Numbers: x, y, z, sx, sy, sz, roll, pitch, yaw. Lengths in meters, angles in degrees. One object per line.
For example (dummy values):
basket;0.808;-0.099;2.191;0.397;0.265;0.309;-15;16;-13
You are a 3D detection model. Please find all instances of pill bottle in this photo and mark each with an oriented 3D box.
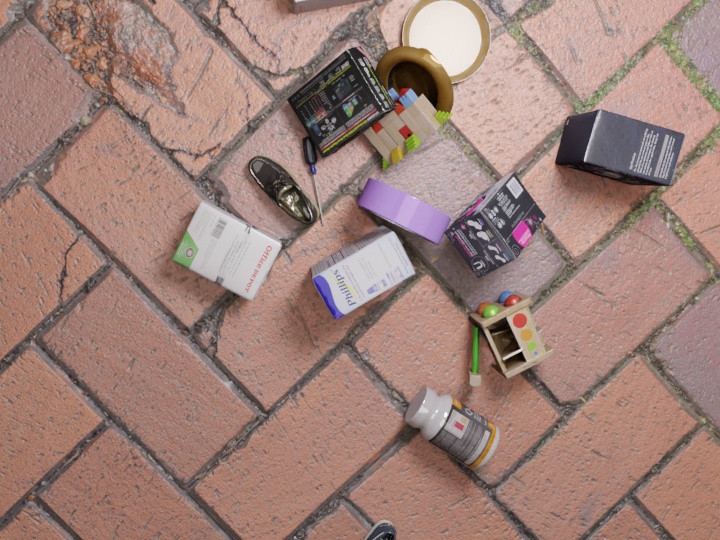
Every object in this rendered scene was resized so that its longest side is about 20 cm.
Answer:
pill bottle;0.207;0.355;1.787;0.199;0.116;0.117;33;92;-7

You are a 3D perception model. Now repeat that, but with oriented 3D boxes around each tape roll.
tape roll;0.093;-0.127;1.690;0.199;0.200;0.066;25;92;-6

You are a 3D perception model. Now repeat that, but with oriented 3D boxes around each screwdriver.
screwdriver;-0.097;-0.199;1.758;0.029;0.028;0.202;-10;99;26

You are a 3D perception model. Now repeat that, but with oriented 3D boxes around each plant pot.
plant pot;0.189;-0.515;1.748;0.198;0.027;0.202;0;95;-5

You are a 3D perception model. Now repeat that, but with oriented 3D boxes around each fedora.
fedora;0.126;-0.410;1.701;0.200;0.201;0.082;35;56;-6

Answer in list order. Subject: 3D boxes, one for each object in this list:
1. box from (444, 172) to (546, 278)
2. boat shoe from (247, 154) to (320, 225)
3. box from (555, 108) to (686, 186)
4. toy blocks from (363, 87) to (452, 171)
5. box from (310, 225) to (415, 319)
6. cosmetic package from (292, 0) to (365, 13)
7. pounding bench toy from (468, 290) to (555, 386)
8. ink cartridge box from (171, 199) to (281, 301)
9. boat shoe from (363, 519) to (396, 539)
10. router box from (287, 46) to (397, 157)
box;0.291;-0.100;1.702;0.114;0.200;0.133;-32;99;43
boat shoe;-0.167;-0.179;1.733;0.200;0.065;0.073;41;94;-5
box;0.558;-0.263;1.714;0.198;0.197;0.119;15;95;-5
toy blocks;0.079;-0.325;1.698;0.137;0.100;0.199;49;133;-9
box;0.000;0.000;1.704;0.199;0.184;0.106;-29;99;0
cosmetic package;-0.052;-0.615;1.678;0.198;0.113;0.082;-12;96;-1
pounding bench toy;0.303;0.151;1.770;0.199;0.124;0.157;-27;97;-1
ink cartridge box;-0.289;-0.043;1.727;0.199;0.084;0.147;29;93;-7
boat shoe;0.019;0.677;1.831;0.075;0.062;0.201;38;92;-9
router box;-0.041;-0.355;1.673;0.199;0.062;0.151;-29;93;36
